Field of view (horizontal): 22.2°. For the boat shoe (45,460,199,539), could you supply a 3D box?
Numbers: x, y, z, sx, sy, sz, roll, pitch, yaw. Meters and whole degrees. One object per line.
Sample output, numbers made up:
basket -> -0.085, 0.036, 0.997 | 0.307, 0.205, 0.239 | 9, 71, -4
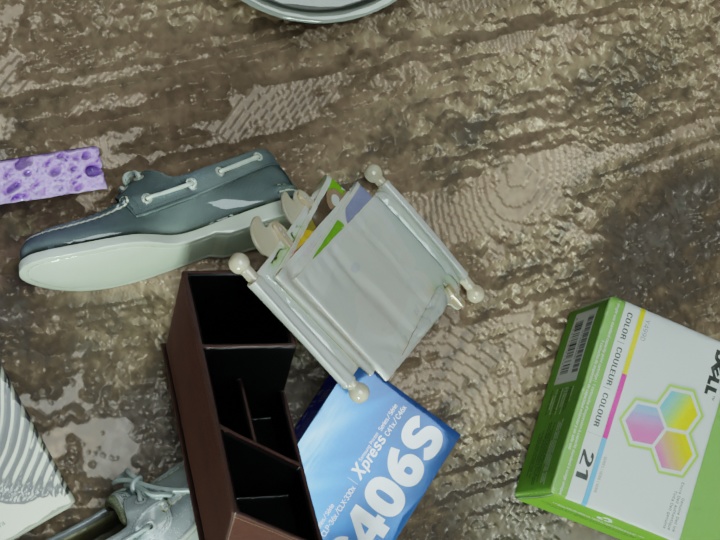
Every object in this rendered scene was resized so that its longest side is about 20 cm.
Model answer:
boat shoe -> -0.168, 0.174, 1.170 | 0.202, 0.074, 0.065 | -34, 106, -12

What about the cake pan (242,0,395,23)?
cake pan -> -0.029, -0.269, 1.277 | 0.199, 0.037, 0.201 | 0, 89, -2

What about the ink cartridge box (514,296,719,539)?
ink cartridge box -> 0.229, 0.124, 1.302 | 0.199, 0.076, 0.148 | 22, 76, -12

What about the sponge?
sponge -> -0.267, -0.049, 1.154 | 0.199, 0.112, 0.030 | -11, 95, -18

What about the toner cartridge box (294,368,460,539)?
toner cartridge box -> -0.025, 0.167, 1.233 | 0.095, 0.043, 0.200 | 35, 73, -8

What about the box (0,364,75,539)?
box -> -0.264, 0.080, 1.159 | 0.082, 0.068, 0.200 | -30, 92, -19

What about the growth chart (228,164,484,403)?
growth chart -> 0.000, 0.000, 1.228 | 0.145, 0.018, 0.200 | 52, 38, -2

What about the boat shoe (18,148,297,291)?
boat shoe -> -0.136, -0.036, 1.222 | 0.199, 0.073, 0.062 | -13, 72, -22

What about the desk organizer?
desk organizer -> -0.072, 0.096, 1.159 | 0.071, 0.077, 0.200 | -1, 47, -18
